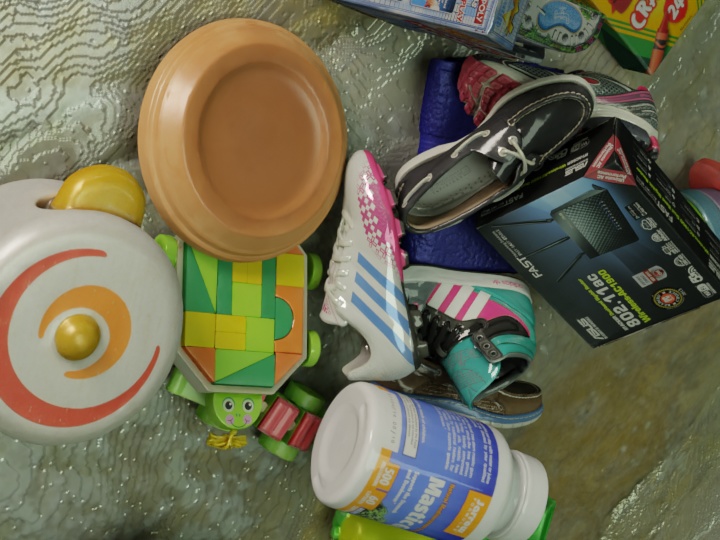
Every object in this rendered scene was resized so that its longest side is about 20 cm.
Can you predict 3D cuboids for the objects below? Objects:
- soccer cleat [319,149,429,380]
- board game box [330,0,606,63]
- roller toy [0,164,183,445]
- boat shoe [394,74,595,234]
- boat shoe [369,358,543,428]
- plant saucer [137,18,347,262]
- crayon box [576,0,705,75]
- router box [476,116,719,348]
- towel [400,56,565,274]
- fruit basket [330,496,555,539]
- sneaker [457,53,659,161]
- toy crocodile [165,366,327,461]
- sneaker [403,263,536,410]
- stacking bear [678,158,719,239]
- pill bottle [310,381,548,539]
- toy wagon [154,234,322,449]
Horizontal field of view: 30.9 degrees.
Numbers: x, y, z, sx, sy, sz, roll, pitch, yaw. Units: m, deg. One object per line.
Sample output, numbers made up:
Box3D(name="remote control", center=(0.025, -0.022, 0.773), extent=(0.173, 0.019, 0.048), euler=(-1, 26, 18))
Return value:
Box3D(name="soccer cleat", center=(0.000, 0.000, 1.124), extent=(0.085, 0.070, 0.202), euler=(-13, 95, -5))
Box3D(name="board game box", center=(0.093, -0.218, 1.071), extent=(0.198, 0.199, 0.062), euler=(14, 99, -34))
Box3D(name="roller toy", center=(-0.232, 0.031, 0.994), extent=(0.199, 0.139, 0.184), euler=(-35, 122, -17))
Box3D(name="boat shoe", center=(0.114, -0.096, 1.116), extent=(0.199, 0.061, 0.074), euler=(-26, 123, 20))
Box3D(name="boat shoe", center=(0.103, 0.108, 1.270), extent=(0.198, 0.072, 0.073), euler=(7, 102, -33))
Box3D(name="plant saucer", center=(-0.087, -0.106, 1.071), extent=(0.199, 0.037, 0.203), euler=(-4, 97, -36))
Box3D(name="crayon box", center=(0.247, -0.297, 1.230), extent=(0.200, 0.051, 0.127), euler=(39, 85, -34))
Box3D(name="router box", center=(0.222, -0.028, 1.185), extent=(0.200, 0.149, 0.063), euler=(42, 40, -29))
Box3D(name="towel", center=(0.110, -0.099, 1.221), extent=(0.146, 0.049, 0.202), euler=(2, 105, -26))
Box3D(name="fruit basket", center=(0.074, 0.278, 1.290), extent=(0.217, 0.214, 0.155), euler=(-63, 165, 2))
Box3D(name="sneaker", center=(0.178, -0.151, 1.174), extent=(0.198, 0.081, 0.075), euler=(18, 61, -20))
Box3D(name="toy crocodile", center=(-0.085, 0.124, 1.165), extent=(0.199, 0.062, 0.068), euler=(31, 90, -35))
Box3D(name="sneaker", center=(0.078, 0.067, 1.194), extent=(0.198, 0.122, 0.084), euler=(2, 141, -20))
Box3D(name="stacking bear", center=(0.305, -0.022, 1.332), extent=(0.198, 0.114, 0.123), euler=(-19, 116, -20))
Box3D(name="pill bottle", center=(0.065, 0.179, 1.154), extent=(0.198, 0.112, 0.113), euler=(21, 95, -23))
Box3D(name="toy wagon", center=(-0.103, 0.050, 1.104), extent=(0.154, 0.039, 0.202), euler=(6, 78, -33))
